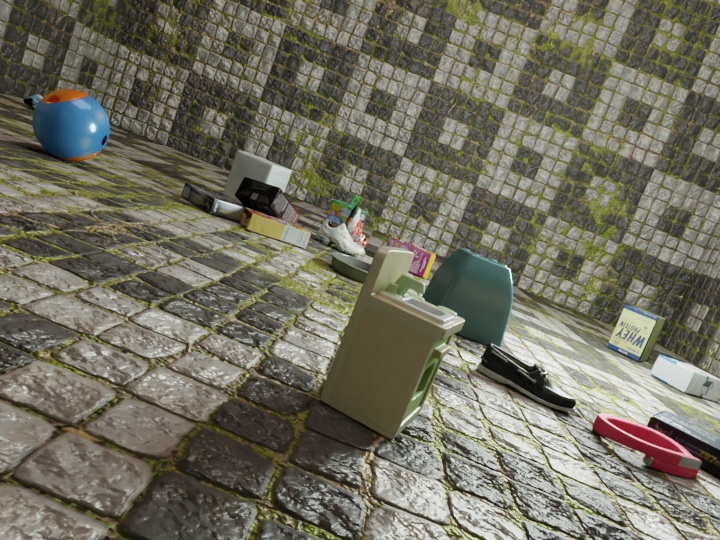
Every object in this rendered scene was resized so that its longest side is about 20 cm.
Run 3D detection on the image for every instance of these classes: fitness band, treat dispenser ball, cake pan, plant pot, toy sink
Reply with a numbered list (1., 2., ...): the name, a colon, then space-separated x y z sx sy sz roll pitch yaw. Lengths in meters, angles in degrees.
1. fitness band: 0.513 0.312 1.026 0.199 0.038 0.144 20 6 -17
2. treat dispenser ball: -0.831 -0.418 1.649 0.199 0.202 0.201 21 8 -3
3. cake pan: 0.000 0.000 1.679 0.199 0.037 0.200 21 8 -3
4. plant pot: 0.288 0.057 1.494 0.195 0.201 0.196 20 9 -9
5. toy sink: 0.054 0.085 0.716 0.111 0.201 0.130 24 8 18

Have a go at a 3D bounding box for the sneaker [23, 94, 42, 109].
1. sneaker: -1.514 -0.776 2.719 0.199 0.079 0.090 21 27 16

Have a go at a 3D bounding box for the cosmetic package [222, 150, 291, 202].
1. cosmetic package: -0.395 -0.326 2.179 0.165 0.201 0.167 24 8 16

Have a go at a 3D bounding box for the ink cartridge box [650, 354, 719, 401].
1. ink cartridge box: 1.177 0.388 2.060 0.199 0.086 0.146 16 10 -27

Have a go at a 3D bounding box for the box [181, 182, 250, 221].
1. box: -0.460 -0.216 1.843 0.199 0.049 0.158 29 10 41

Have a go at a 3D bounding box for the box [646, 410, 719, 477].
1. box: 0.684 0.352 1.138 0.199 0.051 0.157 28 9 38

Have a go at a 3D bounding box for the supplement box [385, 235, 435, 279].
1. supplement box: 0.193 -0.054 2.288 0.199 0.104 0.131 22 9 4

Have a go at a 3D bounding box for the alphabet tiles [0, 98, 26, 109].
1. alphabet tiles: -1.592 -0.753 2.515 0.199 0.006 0.166 19 9 -15

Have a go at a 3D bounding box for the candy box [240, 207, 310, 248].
1. candy box: -0.267 -0.134 1.793 0.199 0.057 0.117 19 7 -27

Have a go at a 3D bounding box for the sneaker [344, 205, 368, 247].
1. sneaker: -0.011 -0.150 2.145 0.107 0.202 0.067 28 44 -4

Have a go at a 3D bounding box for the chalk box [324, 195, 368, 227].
1. chalk box: -0.056 -0.212 2.315 0.123 0.201 0.125 24 9 20

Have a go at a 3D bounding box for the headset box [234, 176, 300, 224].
1. headset box: -0.303 -0.212 1.903 0.148 0.078 0.200 20 -15 24

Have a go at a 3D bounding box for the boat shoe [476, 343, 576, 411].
1. boat shoe: 0.329 0.208 1.113 0.199 0.061 0.076 24 8 12

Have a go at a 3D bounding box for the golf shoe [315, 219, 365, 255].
1. golf shoe: -0.065 -0.121 2.085 0.199 0.098 0.078 25 8 14

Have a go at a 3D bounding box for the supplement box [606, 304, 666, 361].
1. supplement box: 1.167 0.264 2.414 0.134 0.201 0.199 26 11 37
